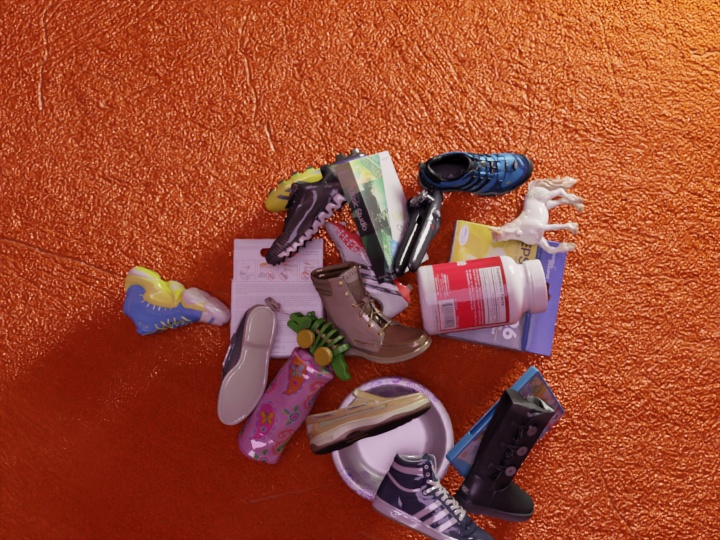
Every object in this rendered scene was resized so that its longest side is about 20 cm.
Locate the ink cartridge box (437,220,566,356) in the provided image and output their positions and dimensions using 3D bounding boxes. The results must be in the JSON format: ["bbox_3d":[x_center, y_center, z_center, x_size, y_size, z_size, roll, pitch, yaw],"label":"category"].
[{"bbox_3d":[0.241,0.031,1.462,0.198,0.047,0.200,10,84,6],"label":"ink cartridge box"}]

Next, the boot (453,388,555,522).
[{"bbox_3d":[0.251,0.294,1.369,0.164,0.066,0.202,14,103,-37],"label":"boot"}]

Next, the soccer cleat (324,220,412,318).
[{"bbox_3d":[0.000,0.000,1.465,0.085,0.069,0.200,-44,89,-6],"label":"soccer cleat"}]

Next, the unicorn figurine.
[{"bbox_3d":[0.294,-0.083,1.433,0.136,0.201,0.074,10,129,15],"label":"unicorn figurine"}]

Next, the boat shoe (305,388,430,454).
[{"bbox_3d":[0.008,0.217,1.343,0.198,0.072,0.077,-19,67,-1],"label":"boat shoe"}]

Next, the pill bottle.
[{"bbox_3d":[0.193,0.037,1.388,0.198,0.112,0.114,-7,84,2],"label":"pill bottle"}]

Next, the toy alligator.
[{"bbox_3d":[-0.076,0.095,1.408,0.200,0.059,0.054,44,109,17],"label":"toy alligator"}]

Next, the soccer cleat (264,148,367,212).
[{"bbox_3d":[-0.067,-0.137,1.482,0.199,0.065,0.084,-24,84,-1],"label":"soccer cleat"}]

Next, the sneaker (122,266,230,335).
[{"bbox_3d":[-0.320,0.074,1.473,0.199,0.076,0.106,24,96,16],"label":"sneaker"}]

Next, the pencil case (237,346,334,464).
[{"bbox_3d":[-0.123,0.224,1.420,0.087,0.087,0.201,34,101,5],"label":"pencil case"}]

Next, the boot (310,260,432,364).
[{"bbox_3d":[0.013,0.064,1.388,0.199,0.072,0.156,2,118,39],"label":"boot"}]

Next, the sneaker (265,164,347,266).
[{"bbox_3d":[-0.096,-0.097,1.431,0.200,0.066,0.091,-44,91,-1],"label":"sneaker"}]

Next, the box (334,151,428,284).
[{"bbox_3d":[0.038,-0.091,1.420,0.036,0.144,0.202,-21,94,30],"label":"box"}]

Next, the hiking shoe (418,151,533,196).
[{"bbox_3d":[0.197,-0.165,1.461,0.198,0.087,0.075,-6,84,2],"label":"hiking shoe"}]

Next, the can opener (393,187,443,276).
[{"bbox_3d":[0.100,-0.064,1.409,0.063,0.201,0.079,-30,114,36],"label":"can opener"}]

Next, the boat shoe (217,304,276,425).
[{"bbox_3d":[-0.191,0.153,1.422,0.072,0.062,0.202,17,89,-26],"label":"boat shoe"}]

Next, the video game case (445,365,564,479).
[{"bbox_3d":[0.237,0.264,1.396,0.200,0.143,0.018,-44,43,-6],"label":"video game case"}]

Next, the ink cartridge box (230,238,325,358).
[{"bbox_3d":[-0.140,0.049,1.478,0.159,0.050,0.202,0,81,3],"label":"ink cartridge box"}]

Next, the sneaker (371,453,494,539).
[{"bbox_3d":[0.125,0.349,1.313,0.198,0.070,0.109,21,90,10],"label":"sneaker"}]

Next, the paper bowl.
[{"bbox_3d":[0.051,0.274,1.415,0.198,0.104,0.203,0,85,3],"label":"paper bowl"}]
